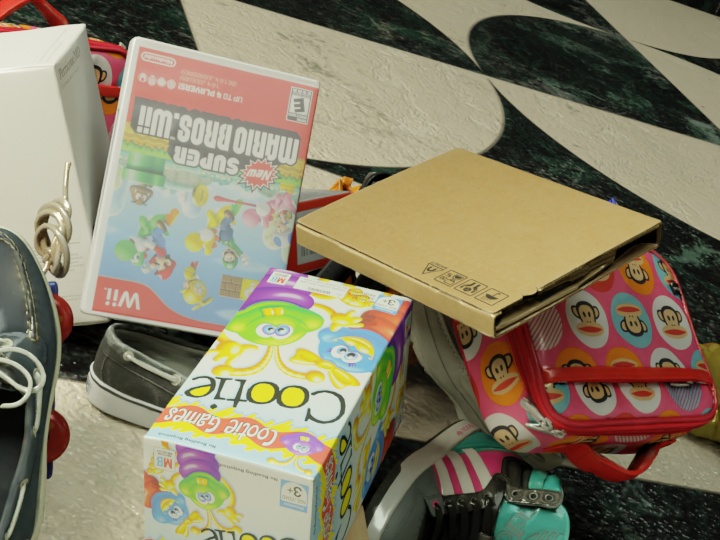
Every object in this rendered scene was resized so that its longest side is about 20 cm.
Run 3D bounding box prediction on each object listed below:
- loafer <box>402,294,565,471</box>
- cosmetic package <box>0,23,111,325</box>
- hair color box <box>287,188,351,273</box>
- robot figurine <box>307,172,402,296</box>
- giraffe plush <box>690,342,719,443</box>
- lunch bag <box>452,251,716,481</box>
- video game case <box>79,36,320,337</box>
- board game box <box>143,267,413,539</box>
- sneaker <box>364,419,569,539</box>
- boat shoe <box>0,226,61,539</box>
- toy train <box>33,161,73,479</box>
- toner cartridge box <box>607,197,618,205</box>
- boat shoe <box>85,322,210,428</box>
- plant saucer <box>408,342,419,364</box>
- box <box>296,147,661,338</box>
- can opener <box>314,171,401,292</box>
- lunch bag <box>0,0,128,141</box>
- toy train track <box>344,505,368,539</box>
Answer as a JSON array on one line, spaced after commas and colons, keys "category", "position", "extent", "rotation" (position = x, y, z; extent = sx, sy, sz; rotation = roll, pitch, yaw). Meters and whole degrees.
[{"category": "loafer", "position": [0.096, 0.076, 1.049], "extent": [0.200, 0.070, 0.070], "rotation": [60, 32, -22]}, {"category": "cosmetic package", "position": [-0.233, -0.069, 1.004], "extent": [0.085, 0.200, 0.108], "rotation": [-4, 27, 5]}, {"category": "hair color box", "position": [-0.113, -0.035, 1.115], "extent": [0.200, 0.061, 0.101], "rotation": [6, 14, 37]}, {"category": "robot figurine", "position": [-0.007, 0.002, 1.147], "extent": [0.058, 0.145, 0.200], "rotation": [25, 31, -34]}, {"category": "giraffe plush", "position": [0.372, 0.085, 1.284], "extent": [0.172, 0.162, 0.200], "rotation": [18, 25, -13]}, {"category": "lunch bag", "position": [0.167, 0.068, 1.004], "extent": [0.200, 0.082, 0.177], "rotation": [3, 64, -38]}, {"category": "video game case", "position": [-0.114, -0.055, 0.987], "extent": [0.143, 0.200, 0.017], "rotation": [11, -3, -19]}, {"category": "board game box", "position": [-0.046, 0.097, 0.840], "extent": [0.105, 0.103, 0.200], "rotation": [12, 32, 12]}, {"category": "sneaker", "position": [0.080, 0.180, 0.947], "extent": [0.121, 0.084, 0.200], "rotation": [26, 27, 20]}, {"category": "boat shoe", "position": [-0.215, 0.070, 0.778], "extent": [0.075, 0.201, 0.062], "rotation": [3, -8, -2]}, {"category": "toy train", "position": [-0.242, 0.028, 0.847], "extent": [0.115, 0.201, 0.085], "rotation": [3, -6, -21]}, {"category": "toner cartridge box", "position": [0.148, 0.021, 1.171], "extent": [0.043, 0.200, 0.095], "rotation": [52, 16, -8]}, {"category": "boat shoe", "position": [-0.094, 0.085, 0.988], "extent": [0.199, 0.068, 0.074], "rotation": [20, 25, -9]}, {"category": "plant saucer", "position": [0.101, 0.008, 1.171], "extent": [0.032, 0.200, 0.200], "rotation": [53, 23, -9]}, {"category": "box", "position": [0.079, -0.027, 0.937], "extent": [0.163, 0.021, 0.200], "rotation": [-26, 34, -32]}, {"category": "can opener", "position": [0.000, 0.000, 1.027], "extent": [0.063, 0.079, 0.200], "rotation": [20, 54, 16]}, {"category": "lunch bag", "position": [-0.275, -0.134, 1.109], "extent": [0.082, 0.177, 0.200], "rotation": [18, 12, 32]}, {"category": "toy train track", "position": [-0.043, 0.206, 0.834], "extent": [0.200, 0.033, 0.115], "rotation": [3, 62, -26]}]
